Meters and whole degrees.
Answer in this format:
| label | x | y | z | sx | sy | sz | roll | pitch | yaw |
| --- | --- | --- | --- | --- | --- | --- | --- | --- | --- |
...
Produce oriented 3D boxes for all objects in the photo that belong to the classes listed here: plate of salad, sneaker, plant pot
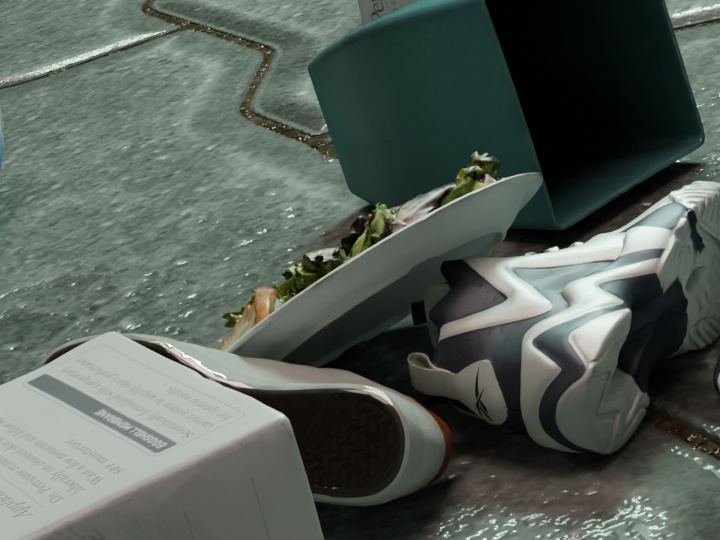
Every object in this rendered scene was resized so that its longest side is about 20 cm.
| label | x | y | z | sx | sy | sz | roll | pitch | yaw |
| --- | --- | --- | --- | --- | --- | --- | --- | --- | --- |
| plate of salad | 0.000 | 0.000 | 1.058 | 0.199 | 0.048 | 0.200 | -31 | -9 | -6 |
| sneaker | 0.094 | 0.012 | 1.019 | 0.129 | 0.080 | 0.199 | 8 | 38 | 30 |
| sneaker | -0.052 | 0.074 | 0.976 | 0.199 | 0.073 | 0.085 | 10 | -1 | 27 |
| plant pot | 0.073 | -0.110 | 1.298 | 0.141 | 0.142 | 0.199 | -29 | 16 | -36 |

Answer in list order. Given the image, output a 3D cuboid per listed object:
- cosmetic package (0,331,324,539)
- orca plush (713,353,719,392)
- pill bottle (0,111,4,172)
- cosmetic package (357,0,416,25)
| label | x | y | z | sx | sy | sz | roll | pitch | yaw |
| --- | --- | --- | --- | --- | --- | --- | --- | --- | --- |
| cosmetic package | -0.103 | 0.154 | 0.586 | 0.199 | 0.201 | 0.123 | -24 | 21 | -24 |
| orca plush | 0.215 | 0.024 | 0.970 | 0.071 | 0.106 | 0.200 | 35 | 18 | 4 |
| pill bottle | -0.307 | -0.077 | 1.521 | 0.108 | 0.110 | 0.200 | -16 | 18 | -3 |
| cosmetic package | 0.105 | -0.296 | 1.740 | 0.199 | 0.169 | 0.166 | -2 | 23 | 34 |
